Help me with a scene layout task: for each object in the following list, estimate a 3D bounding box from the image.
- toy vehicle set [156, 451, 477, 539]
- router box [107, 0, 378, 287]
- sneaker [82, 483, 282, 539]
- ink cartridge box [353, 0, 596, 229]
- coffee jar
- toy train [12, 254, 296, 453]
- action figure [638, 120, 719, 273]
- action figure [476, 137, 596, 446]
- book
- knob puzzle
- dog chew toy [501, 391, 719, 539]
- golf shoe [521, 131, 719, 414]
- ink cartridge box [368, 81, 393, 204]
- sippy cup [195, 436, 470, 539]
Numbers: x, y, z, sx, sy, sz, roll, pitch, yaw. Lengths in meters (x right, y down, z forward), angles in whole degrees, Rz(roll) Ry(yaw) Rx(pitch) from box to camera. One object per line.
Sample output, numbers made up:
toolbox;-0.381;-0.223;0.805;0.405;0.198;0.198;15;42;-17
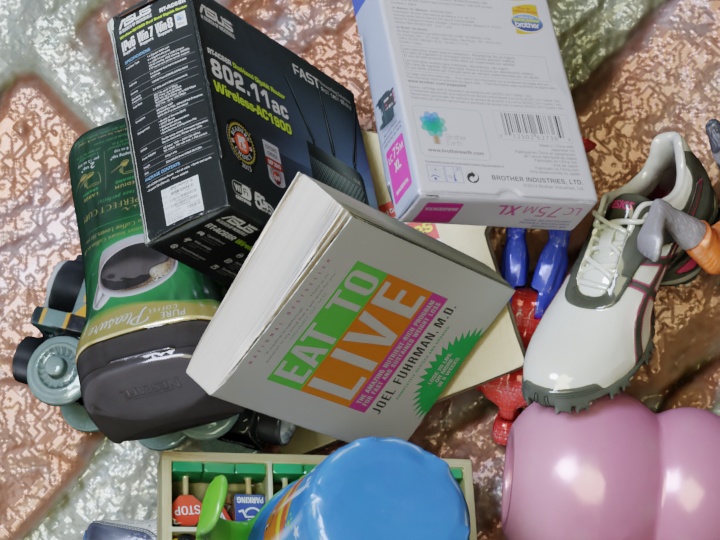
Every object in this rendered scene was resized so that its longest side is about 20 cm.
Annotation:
toy vehicle set;-0.026;0.176;1.460;0.199;0.027;0.125;2;65;-13
router box;-0.062;-0.064;1.427;0.062;0.200;0.151;-24;63;23
sneaker;-0.077;0.164;1.518;0.198;0.077;0.086;3;75;-2
ink cartridge box;0.063;-0.121;1.426;0.119;0.042;0.201;2;62;-25
coffee jar;-0.122;0.004;1.449;0.104;0.085;0.201;-14;55;12
toy train;-0.124;0.053;1.517;0.199;0.085;0.115;12;72;21
action figure;0.285;-0.039;1.433;0.199;0.193;0.105;-28;70;30
action figure;0.109;0.013;1.520;0.065;0.052;0.201;10;89;12
book;-0.004;0.033;1.408;0.048;0.200;0.134;40;100;34
knob puzzle;0.000;0.000;1.535;0.218;0.030;0.221;-2;84;22
dog chew toy;0.189;0.137;1.467;0.198;0.125;0.125;5;84;-2
golf shoe;0.152;0.001;1.459;0.077;0.088;0.200;13;50;35
ink cartridge box;0.061;-0.146;1.518;0.119;0.042;0.201;-12;62;6
sippy cup;0.004;0.163;1.385;0.177;0.130;0.140;-18;71;-21
